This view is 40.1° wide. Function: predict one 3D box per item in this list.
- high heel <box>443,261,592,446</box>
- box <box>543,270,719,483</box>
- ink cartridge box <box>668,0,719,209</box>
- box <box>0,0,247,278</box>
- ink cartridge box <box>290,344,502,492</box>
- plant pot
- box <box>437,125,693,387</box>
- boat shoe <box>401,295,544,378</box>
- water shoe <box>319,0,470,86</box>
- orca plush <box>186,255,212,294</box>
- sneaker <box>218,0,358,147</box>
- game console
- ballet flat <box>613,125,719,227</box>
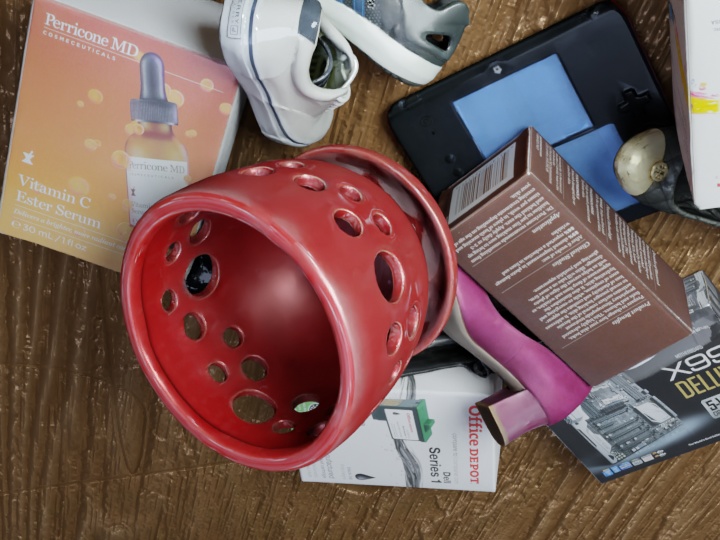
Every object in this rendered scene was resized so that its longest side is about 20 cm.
[{"bbox_3d":[0.117,0.038,0.813,0.096,0.067,0.201,-27,105,-15],"label":"high heel"},{"bbox_3d":[0.266,0.104,0.910,0.199,0.050,0.158,-28,120,30],"label":"box"},{"bbox_3d":[0.270,-0.165,0.614,0.146,0.145,0.201,-5,129,15],"label":"ink cartridge box"},{"bbox_3d":[-0.174,-0.110,0.753,0.151,0.107,0.201,18,123,-5],"label":"box"},{"bbox_3d":[0.037,0.135,0.956,0.198,0.085,0.147,1,131,10],"label":"ink cartridge box"},{"bbox_3d":[-0.043,0.012,0.709,0.199,0.182,0.202,14,119,26],"label":"plant pot"},{"bbox_3d":[0.161,-0.007,0.781,0.200,0.075,0.100,42,124,-20],"label":"box"},{"bbox_3d":[0.101,0.064,0.869,0.198,0.067,0.070,-3,149,-7],"label":"boat shoe"},{"bbox_3d":[-0.012,-0.214,0.690,0.199,0.072,0.079,33,105,-21],"label":"water shoe"},{"bbox_3d":[-0.183,-0.019,0.874,0.199,0.071,0.105,36,127,-19],"label":"orca plush"},{"bbox_3d":[-0.037,-0.132,0.692,0.070,0.074,0.200,10,174,12],"label":"sneaker"},{"bbox_3d":[0.144,-0.095,0.775,0.199,0.031,0.177,-22,123,26],"label":"game console"},{"bbox_3d":[0.274,-0.060,0.734,0.198,0.057,0.067,14,112,-23],"label":"ballet flat"}]
